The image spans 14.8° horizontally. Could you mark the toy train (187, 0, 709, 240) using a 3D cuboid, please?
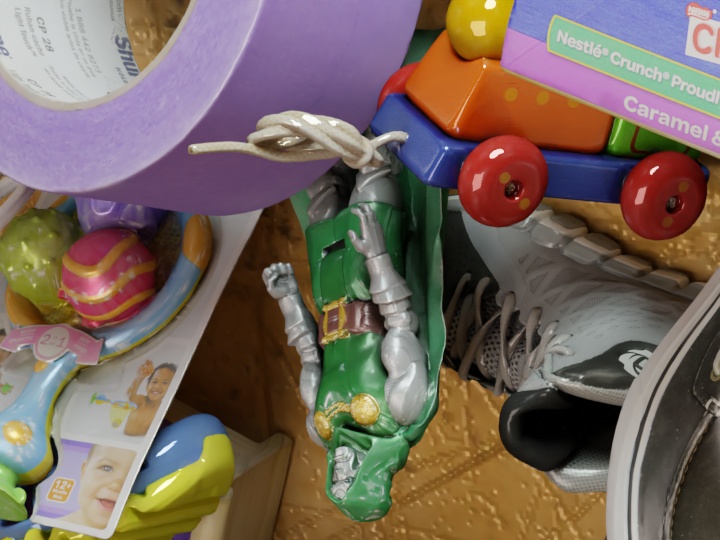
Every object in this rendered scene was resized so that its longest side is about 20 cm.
[{"bbox_3d":[0.044,-0.083,0.985,0.085,0.200,0.116,46,126,53],"label":"toy train"}]

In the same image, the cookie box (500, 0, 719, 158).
[{"bbox_3d":[0.169,-0.093,0.881,0.171,0.200,0.075,25,121,24],"label":"cookie box"}]

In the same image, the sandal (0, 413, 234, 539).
[{"bbox_3d":[-0.146,0.091,1.159,0.200,0.079,0.087,-19,77,21],"label":"sandal"}]

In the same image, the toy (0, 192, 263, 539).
[{"bbox_3d":[-0.115,0.006,1.128,0.115,0.200,0.047,8,154,31],"label":"toy"}]

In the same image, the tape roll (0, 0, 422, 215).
[{"bbox_3d":[-0.075,-0.123,1.060,0.200,0.085,0.200,-6,81,42],"label":"tape roll"}]

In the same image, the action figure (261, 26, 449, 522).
[{"bbox_3d":[0.000,0.000,1.068,0.118,0.055,0.200,-28,58,48],"label":"action figure"}]

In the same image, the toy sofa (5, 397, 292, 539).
[{"bbox_3d":[-0.139,0.083,1.230,0.200,0.098,0.083,28,122,23],"label":"toy sofa"}]

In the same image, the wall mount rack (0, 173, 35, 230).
[{"bbox_3d":[-0.212,-0.032,1.201,0.200,0.174,0.075,-30,111,38],"label":"wall mount rack"}]

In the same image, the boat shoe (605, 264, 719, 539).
[{"bbox_3d":[0.148,0.031,0.966,0.072,0.071,0.200,26,86,-18],"label":"boat shoe"}]

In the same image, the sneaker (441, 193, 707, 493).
[{"bbox_3d":[0.064,0.030,1.058,0.200,0.115,0.075,15,117,28],"label":"sneaker"}]

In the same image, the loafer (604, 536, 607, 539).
[{"bbox_3d":[0.110,0.142,1.112,0.063,0.072,0.200,40,135,-3],"label":"loafer"}]
